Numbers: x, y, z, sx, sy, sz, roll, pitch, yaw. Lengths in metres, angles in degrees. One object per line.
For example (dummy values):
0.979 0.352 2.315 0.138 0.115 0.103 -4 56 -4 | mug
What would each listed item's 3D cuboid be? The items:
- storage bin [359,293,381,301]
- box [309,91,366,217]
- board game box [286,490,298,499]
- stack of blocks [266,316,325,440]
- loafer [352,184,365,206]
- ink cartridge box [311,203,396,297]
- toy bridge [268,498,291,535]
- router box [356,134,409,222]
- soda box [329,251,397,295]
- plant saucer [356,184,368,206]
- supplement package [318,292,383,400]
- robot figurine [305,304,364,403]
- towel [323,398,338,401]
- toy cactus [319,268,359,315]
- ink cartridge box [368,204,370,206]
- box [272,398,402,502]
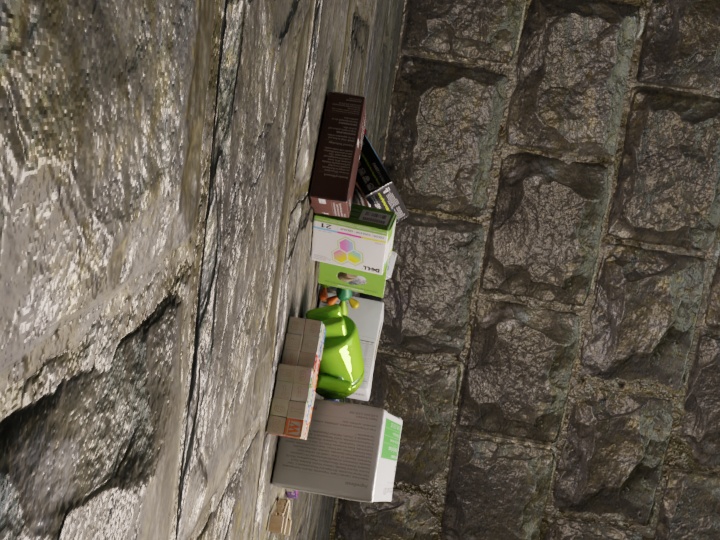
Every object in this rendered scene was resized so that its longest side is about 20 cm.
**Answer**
0.029 0.195 3.485 0.200 0.093 0.136 -77 175 -58 | storage bin
-0.039 -0.206 1.483 0.100 0.075 0.201 84 17 -78 | box
-0.136 0.392 1.755 0.200 0.032 0.120 94 10 -55 | board game box
-0.108 0.185 1.419 0.115 0.058 0.201 83 16 -76 | stack of blocks
-0.028 -0.103 1.642 0.071 0.073 0.200 -55 139 -31 | loafer
-0.018 -0.025 1.607 0.076 0.147 0.201 -66 165 -55 | ink cartridge box
-0.156 0.489 1.646 0.200 0.027 0.068 90 9 -71 | toy bridge
0.024 -0.188 1.670 0.150 0.062 0.200 62 5 19 | router box
0.000 0.000 1.912 0.200 0.068 0.064 -28 -139 55 | soda box
-0.007 -0.141 1.806 0.200 0.034 0.201 -16 90 -83 | plant saucer
-0.034 0.178 1.902 0.191 0.146 0.201 88 12 -74 | supplement package
-0.054 0.165 1.609 0.176 0.115 0.201 -112 -170 -54 | robot figurine
-0.092 0.363 1.978 0.145 0.024 0.200 -53 -170 27 | towel
-0.030 0.004 1.762 0.165 0.102 0.201 -178 -84 -74 | toy cactus
-0.008 -0.163 2.007 0.176 0.083 0.201 -75 172 -66 | ink cartridge box
-0.039 0.344 1.586 0.199 0.199 0.172 50 48 -71 | box
